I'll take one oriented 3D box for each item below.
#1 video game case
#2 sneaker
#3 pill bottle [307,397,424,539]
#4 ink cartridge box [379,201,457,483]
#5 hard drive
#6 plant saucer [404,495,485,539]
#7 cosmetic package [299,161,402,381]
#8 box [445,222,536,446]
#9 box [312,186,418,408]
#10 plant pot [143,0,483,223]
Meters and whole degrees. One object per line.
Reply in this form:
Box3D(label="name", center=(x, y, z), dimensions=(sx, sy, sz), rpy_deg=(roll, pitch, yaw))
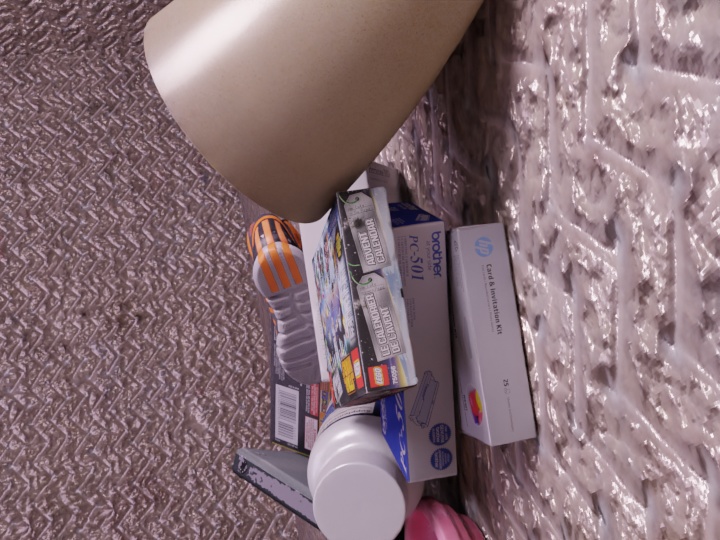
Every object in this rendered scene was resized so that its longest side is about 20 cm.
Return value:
Box3D(label="video game case", center=(-0.027, 0.130, 0.922), dimensions=(0.178, 0.025, 0.204), rpy_deg=(13, 109, 30))
Box3D(label="sneaker", center=(-0.069, 0.023, 0.865), dimensions=(0.113, 0.076, 0.202), rpy_deg=(-111, 7, -52))
Box3D(label="pill bottle", center=(0.009, 0.180, 0.772), dimensions=(0.200, 0.109, 0.113), rpy_deg=(-65, -30, -77))
Box3D(label="ink cartridge box", center=(0.040, 0.054, 0.641), dimensions=(0.094, 0.043, 0.204), rpy_deg=(-131, 35, -72))
Box3D(label="hard drive", center=(-0.033, 0.249, 0.886), dimensions=(0.198, 0.138, 0.033), rpy_deg=(15, 88, 47))
Box3D(label="plant saucer", center=(0.091, 0.311, 0.742), dimensions=(0.200, 0.050, 0.204), rpy_deg=(171, 90, -79))
Box3D(label="cosmetic package", center=(0.000, 0.000, 0.796), dimensions=(0.107, 0.083, 0.204), rpy_deg=(-6, -93, -68))
Box3D(label="box", center=(0.077, 0.050, 0.665), dimensions=(0.200, 0.040, 0.159), rpy_deg=(160, 102, -79))
Box3D(label="box", center=(-0.003, 0.032, 0.628), dimensions=(0.200, 0.039, 0.139), rpy_deg=(122, 140, -75))
Box3D(label="plant pot", center=(-0.014, -0.167, 0.553), dimensions=(0.187, 0.199, 0.189), rpy_deg=(41, -153, -27))
